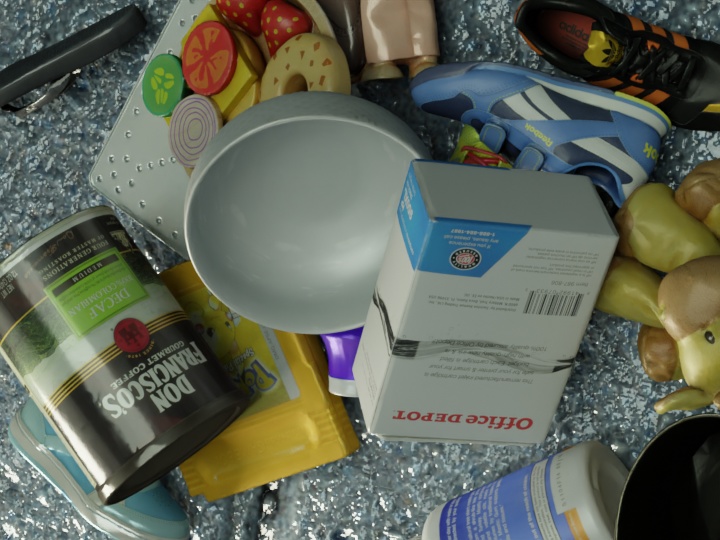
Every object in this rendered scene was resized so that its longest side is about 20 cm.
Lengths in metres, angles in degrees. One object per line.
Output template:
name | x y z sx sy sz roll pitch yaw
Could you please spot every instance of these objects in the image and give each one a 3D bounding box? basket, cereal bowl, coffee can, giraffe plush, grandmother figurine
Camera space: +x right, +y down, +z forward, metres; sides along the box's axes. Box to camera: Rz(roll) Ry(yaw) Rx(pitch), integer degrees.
basket | 0.277 0.179 1.370 0.135 0.200 0.182 2 95 25
cereal bowl | -0.035 -0.054 1.444 0.199 0.084 0.201 -3 127 -4
coffee can | -0.207 0.070 1.567 0.146 0.146 0.200 -40 81 22
giraffe plush | 0.257 0.035 1.360 0.199 0.162 0.173 33 112 1
grandmother figurine | 0.022 -0.253 1.519 0.060 0.121 0.201 -177 83 -66

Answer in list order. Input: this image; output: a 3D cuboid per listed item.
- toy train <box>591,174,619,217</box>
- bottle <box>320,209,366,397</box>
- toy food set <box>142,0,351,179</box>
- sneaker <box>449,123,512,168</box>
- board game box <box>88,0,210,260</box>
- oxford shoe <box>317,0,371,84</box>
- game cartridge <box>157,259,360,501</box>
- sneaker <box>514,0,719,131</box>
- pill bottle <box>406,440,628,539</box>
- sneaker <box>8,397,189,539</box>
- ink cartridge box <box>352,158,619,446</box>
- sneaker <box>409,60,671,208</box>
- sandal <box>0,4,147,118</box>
toy train | 0.144 0.001 1.510 0.046 0.034 0.200 43 111 27
bottle | 0.000 0.000 1.548 0.065 0.083 0.201 13 104 57
toy food set | -0.091 -0.139 1.541 0.198 0.049 0.200 -49 58 29
sneaker | 0.090 -0.050 1.498 0.078 0.090 0.201 17 100 24
board game box | -0.112 -0.105 1.622 0.200 0.026 0.201 36 109 18
oxford shoe | -0.038 -0.248 1.548 0.071 0.073 0.201 -15 88 25
game cartridge | -0.109 0.084 1.616 0.176 0.032 0.201 -22 89 33
sneaker | 0.204 -0.155 1.434 0.199 0.090 0.070 26 105 21
pill bottle | 0.118 0.219 1.497 0.199 0.112 0.113 -26 83 25
sneaker | -0.209 0.145 1.661 0.200 0.079 0.131 36 110 17
ink cartridge box | 0.087 0.027 1.417 0.144 0.084 0.201 5 125 -16
sneaker | 0.130 -0.104 1.439 0.199 0.074 0.083 14 83 4
sandal | -0.268 -0.168 1.668 0.199 0.076 0.043 -22 112 26
